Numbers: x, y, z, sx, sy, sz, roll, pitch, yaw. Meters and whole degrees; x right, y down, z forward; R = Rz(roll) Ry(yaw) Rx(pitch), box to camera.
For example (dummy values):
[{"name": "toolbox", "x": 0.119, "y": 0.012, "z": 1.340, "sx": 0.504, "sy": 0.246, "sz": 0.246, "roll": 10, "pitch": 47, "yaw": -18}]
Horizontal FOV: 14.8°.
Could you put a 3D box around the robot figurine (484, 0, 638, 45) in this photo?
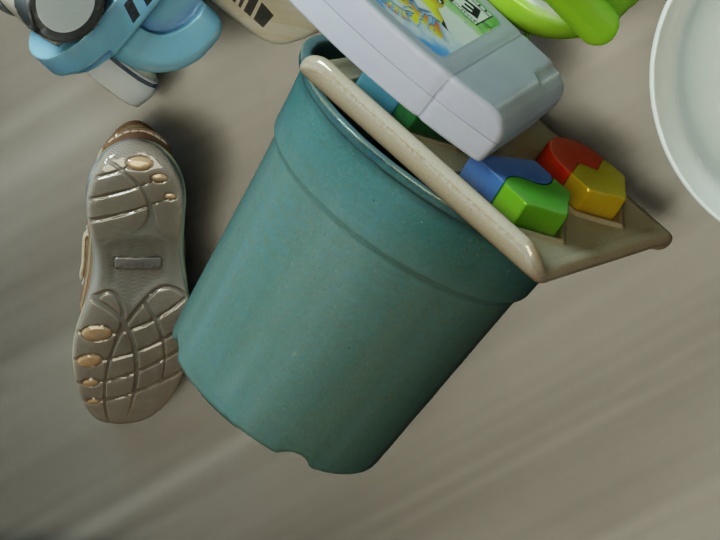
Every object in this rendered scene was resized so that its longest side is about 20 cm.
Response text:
[{"name": "robot figurine", "x": 0.131, "y": -0.213, "z": 1.581, "sx": 0.115, "sy": 0.176, "sz": 0.200, "roll": 13, "pitch": 142, "yaw": -20}]

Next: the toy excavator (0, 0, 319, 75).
[{"name": "toy excavator", "x": -0.094, "y": -0.168, "z": 1.624, "sx": 0.195, "sy": 0.100, "sz": 0.200, "roll": -50, "pitch": 120, "yaw": -5}]

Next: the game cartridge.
[{"name": "game cartridge", "x": 0.019, "y": -0.148, "z": 1.543, "sx": 0.200, "sy": 0.133, "sz": 0.041, "roll": 43, "pitch": 119, "yaw": 5}]

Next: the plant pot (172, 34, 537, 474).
[{"name": "plant pot", "x": 0.000, "y": 0.000, "z": 1.633, "sx": 0.200, "sy": 0.200, "sz": 0.197, "roll": 34, "pitch": 111, "yaw": 2}]

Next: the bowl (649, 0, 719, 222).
[{"name": "bowl", "x": 0.262, "y": -0.111, "z": 1.533, "sx": 0.199, "sy": 0.090, "sz": 0.203, "roll": 2, "pitch": 103, "yaw": 9}]

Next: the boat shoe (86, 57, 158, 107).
[{"name": "boat shoe", "x": -0.175, "y": -0.197, "z": 1.683, "sx": 0.086, "sy": 0.075, "sz": 0.202, "roll": -42, "pitch": 82, "yaw": 9}]

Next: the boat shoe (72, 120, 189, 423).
[{"name": "boat shoe", "x": -0.138, "y": 0.000, "z": 1.707, "sx": 0.075, "sy": 0.072, "sz": 0.201, "roll": 5, "pitch": 119, "yaw": -8}]

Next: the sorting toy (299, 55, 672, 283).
[{"name": "sorting toy", "x": 0.078, "y": -0.070, "z": 1.574, "sx": 0.185, "sy": 0.200, "sz": 0.037, "roll": 42, "pitch": 112, "yaw": 18}]
